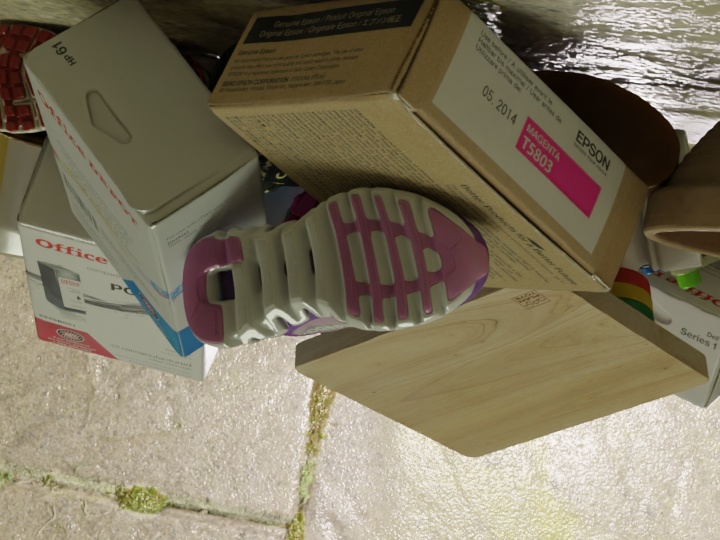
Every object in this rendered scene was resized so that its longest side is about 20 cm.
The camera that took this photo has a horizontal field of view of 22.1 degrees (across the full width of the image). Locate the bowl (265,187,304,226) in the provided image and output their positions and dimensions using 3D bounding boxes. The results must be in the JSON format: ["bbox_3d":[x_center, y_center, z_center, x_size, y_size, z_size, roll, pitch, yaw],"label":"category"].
[{"bbox_3d":[-0.048,-0.050,1.501,0.200,0.075,0.200,14,175,-41],"label":"bowl"}]

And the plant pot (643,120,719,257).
[{"bbox_3d":[0.269,-0.051,1.063,0.200,0.093,0.201,9,177,1],"label":"plant pot"}]

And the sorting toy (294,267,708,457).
[{"bbox_3d":[0.094,0.040,1.228,0.200,0.070,0.199,-22,145,33],"label":"sorting toy"}]

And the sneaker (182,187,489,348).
[{"bbox_3d":[-0.005,0.000,1.070,0.200,0.081,0.088,-9,173,36],"label":"sneaker"}]

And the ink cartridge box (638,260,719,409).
[{"bbox_3d":[0.271,0.021,1.521,0.146,0.084,0.200,26,-151,26],"label":"ink cartridge box"}]

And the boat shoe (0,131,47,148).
[{"bbox_3d":[-0.197,-0.103,1.407,0.200,0.074,0.076,19,160,29],"label":"boat shoe"}]

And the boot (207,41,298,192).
[{"bbox_3d":[-0.026,-0.108,1.259,0.153,0.074,0.204,-10,163,-26],"label":"boot"}]

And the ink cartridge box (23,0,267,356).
[{"bbox_3d":[-0.128,-0.056,1.166,0.145,0.085,0.200,51,166,20],"label":"ink cartridge box"}]

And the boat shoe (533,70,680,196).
[{"bbox_3d":[0.103,-0.088,1.147,0.200,0.071,0.070,19,167,17],"label":"boat shoe"}]

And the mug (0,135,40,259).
[{"bbox_3d":[-0.303,-0.089,1.644,0.186,0.154,0.149,9,177,26],"label":"mug"}]

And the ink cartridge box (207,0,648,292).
[{"bbox_3d":[0.040,-0.069,1.048,0.165,0.075,0.200,2,149,48],"label":"ink cartridge box"}]

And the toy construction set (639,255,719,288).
[{"bbox_3d":[0.269,-0.040,1.417,0.131,0.092,0.200,-17,177,15],"label":"toy construction set"}]

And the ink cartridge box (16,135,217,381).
[{"bbox_3d":[-0.174,-0.006,1.403,0.145,0.085,0.200,14,150,3],"label":"ink cartridge box"}]

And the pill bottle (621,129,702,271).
[{"bbox_3d":[0.131,-0.038,1.277,0.200,0.114,0.113,-8,173,12],"label":"pill bottle"}]

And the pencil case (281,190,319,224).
[{"bbox_3d":[0.000,0.000,1.338,0.088,0.089,0.200,9,162,15],"label":"pencil case"}]

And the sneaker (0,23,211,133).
[{"bbox_3d":[-0.196,-0.127,1.323,0.200,0.078,0.082,9,178,17],"label":"sneaker"}]
